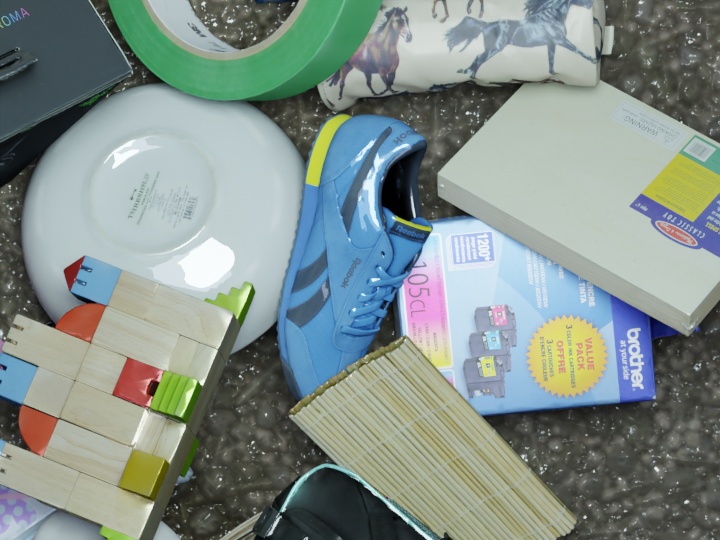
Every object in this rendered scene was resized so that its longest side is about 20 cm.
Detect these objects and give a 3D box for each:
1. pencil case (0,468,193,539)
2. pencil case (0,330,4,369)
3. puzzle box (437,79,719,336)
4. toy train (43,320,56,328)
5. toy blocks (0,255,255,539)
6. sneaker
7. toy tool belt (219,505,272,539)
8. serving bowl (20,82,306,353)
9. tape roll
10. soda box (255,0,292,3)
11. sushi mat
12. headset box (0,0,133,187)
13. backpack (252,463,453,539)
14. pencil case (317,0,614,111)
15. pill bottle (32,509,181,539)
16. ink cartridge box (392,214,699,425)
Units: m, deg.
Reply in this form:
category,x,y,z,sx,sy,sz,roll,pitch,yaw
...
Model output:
category,x,y,z,sx,sy,sz,roll,pitch,yaw
pencil case,-0.209,0.159,1.651,0.200,0.091,0.083,-36,91,-2
pencil case,-0.321,0.013,1.651,0.200,0.083,0.087,50,46,-1
puzzle box,0.167,-0.051,1.625,0.200,0.025,0.133,31,59,24
toy train,-0.122,-0.003,1.675,0.200,0.046,0.034,-28,69,-4
toy blocks,-0.167,0.075,1.547,0.137,0.100,0.200,21,80,7
sneaker,0.000,0.000,1.606,0.078,0.066,0.200,16,101,35
toy tool belt,-0.077,0.246,1.640,0.200,0.123,0.125,-45,92,-1
serving bowl,-0.129,-0.039,1.629,0.200,0.066,0.200,-2,70,5
tape roll,-0.076,-0.209,1.606,0.200,0.048,0.201,3,95,31
soda box,0.025,-0.222,1.668,0.200,0.064,0.068,-5,91,-2
sushi mat,0.049,0.130,1.645,0.096,0.012,0.200,-34,119,17
headset box,-0.262,-0.098,1.560,0.174,0.200,0.093,-32,89,-39
backpack,0.010,0.241,1.491,0.200,0.153,0.176,29,69,14
pencil case,0.069,-0.152,1.647,0.200,0.089,0.078,-5,87,5
pill bottle,-0.184,0.249,1.608,0.109,0.109,0.200,24,126,-2
ink cartridge box,0.122,0.026,1.669,0.200,0.076,0.137,-6,91,-3
